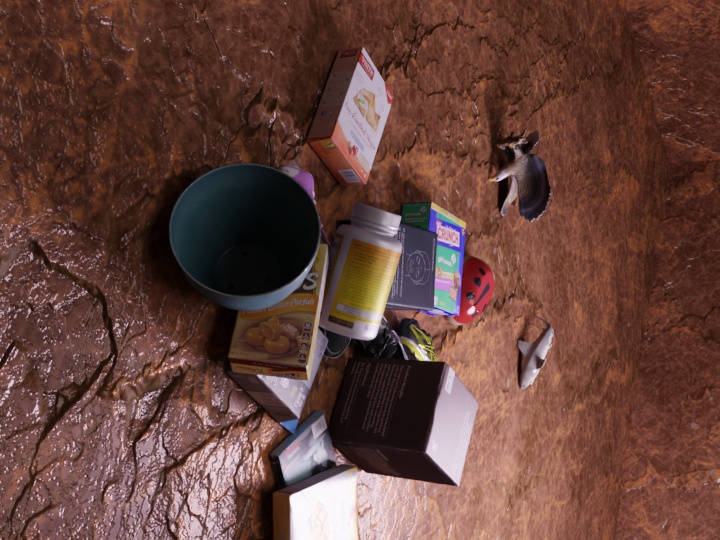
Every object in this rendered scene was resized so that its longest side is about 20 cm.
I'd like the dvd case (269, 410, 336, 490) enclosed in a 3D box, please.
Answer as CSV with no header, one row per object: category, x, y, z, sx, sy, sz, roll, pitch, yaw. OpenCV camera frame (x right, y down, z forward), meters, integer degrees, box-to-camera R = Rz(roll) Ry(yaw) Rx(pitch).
dvd case,-0.083,0.356,1.432,0.146,0.022,0.202,-37,123,-53

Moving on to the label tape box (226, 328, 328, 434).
label tape box,-0.110,0.149,1.347,0.200,0.065,0.144,53,47,-43

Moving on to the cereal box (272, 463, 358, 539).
cereal box,-0.069,0.409,1.397,0.199,0.039,0.146,-6,95,-59

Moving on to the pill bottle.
pill bottle,0.000,0.000,1.356,0.109,0.108,0.202,10,97,-58

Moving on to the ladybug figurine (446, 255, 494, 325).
ladybug figurine,0.247,0.046,1.927,0.200,0.071,0.137,-51,132,-46

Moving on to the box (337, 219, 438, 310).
box,0.050,-0.007,1.569,0.199,0.106,0.151,11,80,-57

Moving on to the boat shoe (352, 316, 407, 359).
boat shoe,0.043,0.143,1.576,0.074,0.066,0.200,-39,135,-14

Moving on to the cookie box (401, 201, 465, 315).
cookie box,0.144,-0.021,1.754,0.171,0.074,0.203,21,72,-56

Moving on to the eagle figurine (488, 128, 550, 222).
eagle figurine,0.387,-0.235,2.117,0.202,0.149,0.152,66,28,-17

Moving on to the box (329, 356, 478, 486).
box,0.077,0.266,1.526,0.164,0.198,0.167,51,49,-46

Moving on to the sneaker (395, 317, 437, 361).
sneaker,0.129,0.168,1.729,0.200,0.074,0.085,52,47,-45

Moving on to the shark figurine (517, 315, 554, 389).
shark figurine,0.461,0.195,2.283,0.216,0.089,0.129,-61,172,-27

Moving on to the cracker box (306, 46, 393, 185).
cracker box,-0.014,-0.270,1.512,0.134,0.057,0.202,49,50,-48

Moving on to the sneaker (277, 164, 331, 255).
sneaker,-0.083,-0.086,1.389,0.201,0.072,0.115,58,38,-43

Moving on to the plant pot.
plant pot,-0.157,-0.026,1.184,0.135,0.198,0.202,102,6,-62

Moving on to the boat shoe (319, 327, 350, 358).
boat shoe,-0.030,0.050,1.443,0.075,0.060,0.203,8,91,-17

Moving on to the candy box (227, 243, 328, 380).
candy box,-0.116,0.053,1.254,0.055,0.114,0.202,91,6,-61
